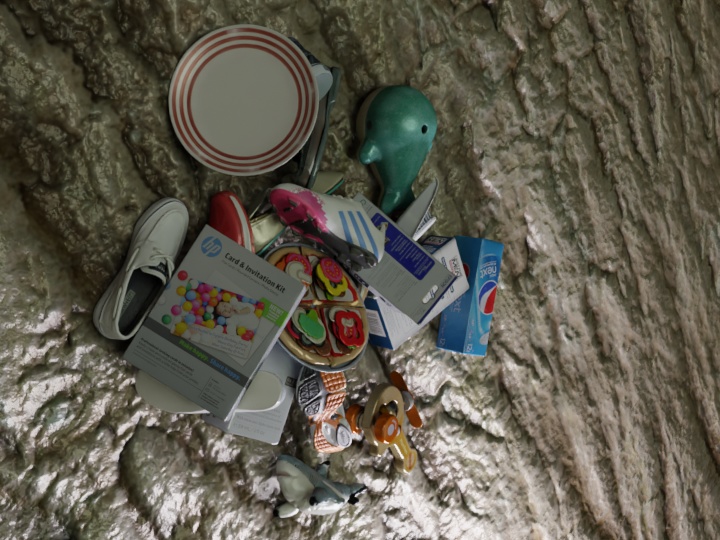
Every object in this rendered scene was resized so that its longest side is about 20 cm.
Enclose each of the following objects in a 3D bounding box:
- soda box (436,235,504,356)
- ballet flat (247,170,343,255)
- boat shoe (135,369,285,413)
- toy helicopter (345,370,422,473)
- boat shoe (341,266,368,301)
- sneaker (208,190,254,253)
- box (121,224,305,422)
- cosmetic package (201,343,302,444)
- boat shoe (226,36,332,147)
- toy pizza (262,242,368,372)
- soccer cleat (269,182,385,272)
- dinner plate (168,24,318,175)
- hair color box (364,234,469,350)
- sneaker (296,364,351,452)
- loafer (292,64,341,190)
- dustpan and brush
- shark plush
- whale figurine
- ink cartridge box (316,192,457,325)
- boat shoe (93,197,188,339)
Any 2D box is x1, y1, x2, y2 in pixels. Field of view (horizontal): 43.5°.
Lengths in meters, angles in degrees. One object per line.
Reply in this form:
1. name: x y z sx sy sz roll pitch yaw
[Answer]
1. soda box: 0.193 0.044 1.583 0.064 0.067 0.202 10 89 -42
2. ballet flat: -0.104 -0.102 1.300 0.200 0.069 0.070 -44 123 -29
3. boat shoe: -0.196 0.156 1.201 0.069 0.198 0.073 74 14 -75
4. toy helicopter: 0.058 0.261 1.505 0.133 0.078 0.201 -56 139 -33
5. boat shoe: 0.000 0.000 1.406 0.076 0.071 0.202 26 78 -53
6. sneaker: -0.206 -0.004 1.210 0.115 0.078 0.202 -8 91 -34
7. box: -0.184 0.067 1.157 0.155 0.041 0.201 31 78 2
8. cosmetic package: -0.141 0.136 1.292 0.101 0.074 0.202 24 81 -42
9. boat shoe: -0.137 -0.231 1.250 0.200 0.091 0.071 -41 155 -1
10. toy pizza: -0.060 0.047 1.272 0.199 0.032 0.202 25 48 -31
11. soccer cleat: -0.044 -0.077 1.273 0.199 0.070 0.087 36 57 -30
12. dinner plate: -0.153 -0.223 1.191 0.198 0.024 0.203 0 84 0
13. hair color box: 0.087 0.033 1.491 0.199 0.060 0.101 -36 119 -33
14. sneaker: -0.062 0.179 1.343 0.075 0.092 0.201 -11 131 -9
15. loafer: -0.076 -0.209 1.292 0.062 0.072 0.202 16 65 -9
16. dustpan and brush: 0.068 -0.041 1.424 0.057 0.140 0.200 40 71 7
17. shark plush: -0.050 0.333 1.410 0.199 0.091 0.084 10 59 -38
18. whale figurine: 0.066 -0.187 1.411 0.158 0.103 0.202 -14 108 -41
19. ink cartridge box: 0.039 -0.015 1.348 0.200 0.039 0.100 41 76 4
20. boat shoe: -0.268 0.000 1.160 0.073 0.065 0.202 32 75 -40
